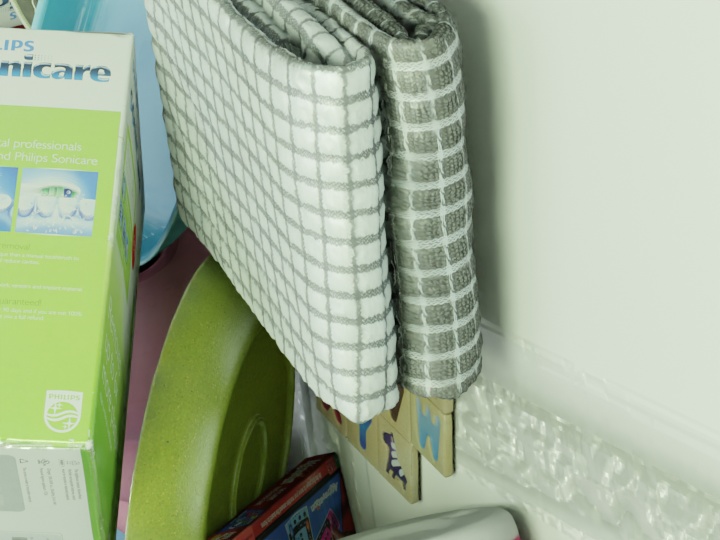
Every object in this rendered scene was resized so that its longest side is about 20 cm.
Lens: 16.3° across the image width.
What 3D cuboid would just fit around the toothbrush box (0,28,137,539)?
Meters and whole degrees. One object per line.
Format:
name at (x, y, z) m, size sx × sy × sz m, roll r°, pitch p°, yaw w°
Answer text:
toothbrush box at (-0.144, 0.017, 1.086) m, size 0.146 × 0.086 × 0.200 m, roll 94°, pitch 177°, yaw -59°

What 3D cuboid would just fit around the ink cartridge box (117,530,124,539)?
ink cartridge box at (-0.148, 0.185, 1.433) m, size 0.076 × 0.136 × 0.200 m, roll 166°, pitch 89°, yaw -72°

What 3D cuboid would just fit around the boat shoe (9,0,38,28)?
boat shoe at (-0.151, -0.203, 1.287) m, size 0.060 × 0.072 × 0.202 m, roll -136°, pitch 42°, yaw -59°

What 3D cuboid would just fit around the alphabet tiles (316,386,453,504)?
alphabet tiles at (0.000, 0.000, 1.148) m, size 0.166 × 0.006 × 0.200 m, roll 43°, pitch 141°, yaw 52°

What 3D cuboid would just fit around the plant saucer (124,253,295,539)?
plant saucer at (-0.063, 0.091, 1.143) m, size 0.200 × 0.031 × 0.200 m, roll 9°, pitch -90°, yaw -80°

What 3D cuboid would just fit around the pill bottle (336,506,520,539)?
pill bottle at (0.035, 0.209, 1.060) m, size 0.113 × 0.113 × 0.200 m, roll -14°, pitch 91°, yaw 67°

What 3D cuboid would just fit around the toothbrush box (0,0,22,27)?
toothbrush box at (-0.223, -0.253, 1.401) m, size 0.146 × 0.086 × 0.200 m, roll 56°, pitch 150°, yaw 37°

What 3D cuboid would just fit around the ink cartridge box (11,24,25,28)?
ink cartridge box at (-0.283, -0.087, 1.495) m, size 0.145 × 0.200 × 0.145 m, roll 43°, pitch 142°, yaw 51°

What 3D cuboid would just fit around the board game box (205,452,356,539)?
board game box at (-0.029, 0.153, 1.148) m, size 0.200 × 0.019 × 0.103 m, roll -30°, pitch -71°, yaw -76°

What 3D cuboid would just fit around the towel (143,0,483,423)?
towel at (-0.017, -0.054, 1.043) m, size 0.200 × 0.085 × 0.166 m, roll -133°, pitch 30°, yaw -54°

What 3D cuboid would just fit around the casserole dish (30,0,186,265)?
casserole dish at (-0.106, -0.097, 1.213) m, size 0.121 × 0.039 × 0.200 m, roll 34°, pitch 119°, yaw 29°

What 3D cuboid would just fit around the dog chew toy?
dog chew toy at (-0.113, 0.063, 1.311) m, size 0.125 × 0.124 × 0.200 m, roll 51°, pitch 156°, yaw 44°
